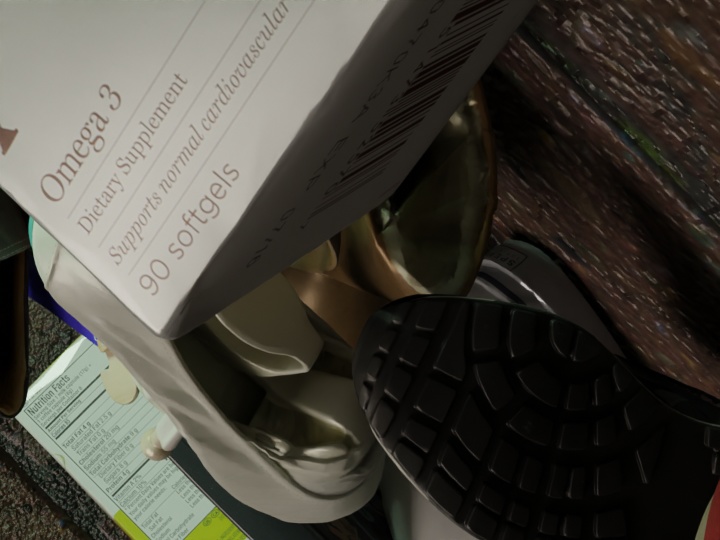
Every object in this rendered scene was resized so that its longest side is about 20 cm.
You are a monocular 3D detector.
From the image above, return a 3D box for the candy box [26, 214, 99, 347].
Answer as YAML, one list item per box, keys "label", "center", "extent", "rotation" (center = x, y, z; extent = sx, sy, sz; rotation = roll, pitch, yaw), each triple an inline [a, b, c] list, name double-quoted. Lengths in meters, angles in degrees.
- label: "candy box"
  center: [-0.126, -0.069, 0.876]
  extent: [0.200, 0.077, 0.170]
  rotation: [26, 126, 61]

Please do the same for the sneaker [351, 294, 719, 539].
- label: "sneaker"
  center: [0.080, 0.061, 0.653]
  extent: [0.199, 0.076, 0.088]
  rotation: [23, -177, -17]

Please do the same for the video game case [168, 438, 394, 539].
- label: "video game case"
  center: [0.007, 0.133, 0.900]
  extent: [0.200, 0.026, 0.181]
  rotation: [43, -171, 10]

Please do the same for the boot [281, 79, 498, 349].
- label: "boot"
  center: [0.000, 0.000, 0.720]
  extent: [0.200, 0.066, 0.176]
  rotation: [-172, 70, -75]

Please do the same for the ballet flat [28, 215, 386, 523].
- label: "ballet flat"
  center: [-0.031, 0.033, 0.628]
  extent: [0.069, 0.069, 0.200]
  rotation: [34, 169, 46]

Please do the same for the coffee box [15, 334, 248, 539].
- label: "coffee box"
  center: [-0.071, 0.107, 1.225]
  extent: [0.198, 0.200, 0.200]
  rotation: [41, 169, 18]

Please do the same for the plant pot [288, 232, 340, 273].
- label: "plant pot"
  center: [-0.086, -0.064, 0.577]
  extent: [0.199, 0.028, 0.200]
  rotation: [30, 170, 6]

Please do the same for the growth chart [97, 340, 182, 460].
- label: "growth chart"
  center: [-0.095, -0.032, 0.734]
  extent: [0.145, 0.018, 0.201]
  rotation: [-37, 73, 59]

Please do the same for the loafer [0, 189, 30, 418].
- label: "loafer"
  center: [-0.170, -0.025, 0.838]
  extent: [0.072, 0.073, 0.201]
  rotation: [28, 131, 30]

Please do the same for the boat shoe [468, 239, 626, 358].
- label: "boat shoe"
  center: [0.097, 0.075, 0.804]
  extent: [0.200, 0.067, 0.074]
  rotation: [48, 170, -22]

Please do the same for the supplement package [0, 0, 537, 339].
- label: "supplement package"
  center: [-0.059, -0.106, 0.426]
  extent: [0.200, 0.117, 0.117]
  rotation: [42, -147, 8]

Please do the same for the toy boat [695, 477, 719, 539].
- label: "toy boat"
  center: [0.182, 0.098, 0.480]
  extent: [0.200, 0.130, 0.131]
  rotation: [41, 139, 17]

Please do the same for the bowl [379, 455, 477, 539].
- label: "bowl"
  center: [0.088, 0.140, 0.887]
  extent: [0.199, 0.075, 0.200]
  rotation: [38, -170, -20]
